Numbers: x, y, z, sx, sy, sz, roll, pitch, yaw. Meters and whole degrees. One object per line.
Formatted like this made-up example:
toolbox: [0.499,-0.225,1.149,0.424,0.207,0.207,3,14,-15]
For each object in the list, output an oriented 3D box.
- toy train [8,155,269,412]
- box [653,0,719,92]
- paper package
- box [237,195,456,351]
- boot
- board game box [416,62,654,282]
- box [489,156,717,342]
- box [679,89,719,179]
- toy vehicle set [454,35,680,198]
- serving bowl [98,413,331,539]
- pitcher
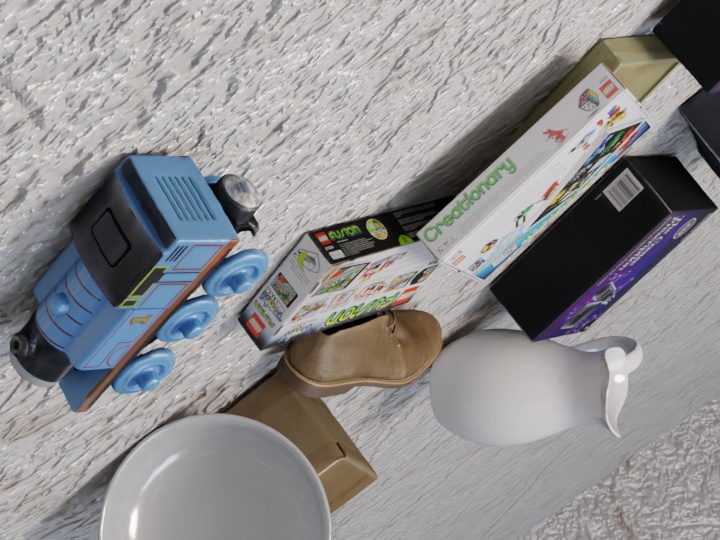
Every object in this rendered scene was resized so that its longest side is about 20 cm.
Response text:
toy train: [-0.145,0.009,1.225,0.114,0.087,0.200,0,142,-50]
box: [0.353,-0.227,1.605,0.200,0.079,0.141,-15,149,-53]
paper package: [-0.103,0.201,1.786,0.200,0.104,0.191,-38,164,0]
box: [0.000,0.000,1.576,0.199,0.035,0.110,-16,153,-51]
boot: [0.017,0.058,1.718,0.199,0.074,0.076,-13,141,-50]
board game box: [0.144,-0.075,1.565,0.200,0.035,0.126,-43,162,8]
box: [0.246,-0.023,1.957,0.200,0.079,0.141,-45,165,24]
box: [0.434,-0.157,1.914,0.200,0.118,0.197,-38,164,8]
toy vehicle set: [0.175,-0.119,1.635,0.200,0.027,0.124,-47,161,29]
serving bowl: [-0.120,0.223,1.653,0.200,0.201,0.066,-37,172,0]
pitcher: [0.187,0.112,2.022,0.199,0.122,0.172,-2,-161,24]
